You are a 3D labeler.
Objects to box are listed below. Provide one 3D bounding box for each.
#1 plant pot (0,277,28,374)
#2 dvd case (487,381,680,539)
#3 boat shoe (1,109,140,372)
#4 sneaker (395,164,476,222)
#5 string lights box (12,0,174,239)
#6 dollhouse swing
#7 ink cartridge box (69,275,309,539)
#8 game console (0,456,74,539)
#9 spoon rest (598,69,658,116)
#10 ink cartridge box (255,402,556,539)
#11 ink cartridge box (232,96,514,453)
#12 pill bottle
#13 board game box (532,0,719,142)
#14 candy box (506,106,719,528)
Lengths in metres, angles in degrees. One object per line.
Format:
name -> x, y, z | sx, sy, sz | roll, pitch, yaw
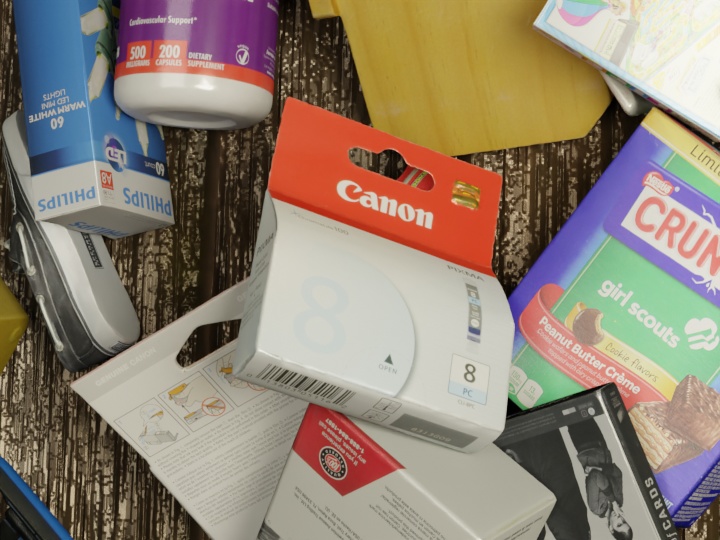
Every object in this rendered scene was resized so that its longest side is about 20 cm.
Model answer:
plant pot -> -0.370, 0.049, 1.255 | 0.176, 0.200, 0.200 | 32, 97, 13
dvd case -> 0.132, 0.181, 1.038 | 0.150, 0.025, 0.200 | -24, 88, 43
boat shoe -> -0.232, -0.021, 1.262 | 0.068, 0.072, 0.200 | -28, 80, 18
sneaker -> 0.000, 0.000, 1.159 | 0.200, 0.077, 0.085 | -42, 49, 12
string lights box -> -0.196, -0.130, 1.235 | 0.059, 0.103, 0.200 | -13, 79, 23
dollhouse swing -> 0.084, -0.203, 1.153 | 0.200, 0.176, 0.182 | -7, 39, 24
ink cartridge box -> -0.059, 0.079, 1.122 | 0.200, 0.045, 0.176 | -30, 115, 18
game console -> -0.226, 0.255, 1.201 | 0.118, 0.171, 0.200 | -41, 67, -13
spoon rest -> 0.245, -0.160, 1.069 | 0.200, 0.061, 0.099 | -30, 73, 5
ink cartridge box -> 0.014, 0.184, 1.070 | 0.144, 0.084, 0.200 | 39, 125, 26
ink cartridge box -> 0.018, -0.006, 1.027 | 0.047, 0.160, 0.200 | 137, 147, -56
pill bottle -> -0.112, -0.205, 1.200 | 0.112, 0.112, 0.200 | 1, 84, 25
board game box -> 0.212, -0.197, 1.017 | 0.134, 0.034, 0.200 | 32, 96, 2
candy box -> 0.193, 0.031, 1.050 | 0.169, 0.077, 0.200 | 41, 101, 23
